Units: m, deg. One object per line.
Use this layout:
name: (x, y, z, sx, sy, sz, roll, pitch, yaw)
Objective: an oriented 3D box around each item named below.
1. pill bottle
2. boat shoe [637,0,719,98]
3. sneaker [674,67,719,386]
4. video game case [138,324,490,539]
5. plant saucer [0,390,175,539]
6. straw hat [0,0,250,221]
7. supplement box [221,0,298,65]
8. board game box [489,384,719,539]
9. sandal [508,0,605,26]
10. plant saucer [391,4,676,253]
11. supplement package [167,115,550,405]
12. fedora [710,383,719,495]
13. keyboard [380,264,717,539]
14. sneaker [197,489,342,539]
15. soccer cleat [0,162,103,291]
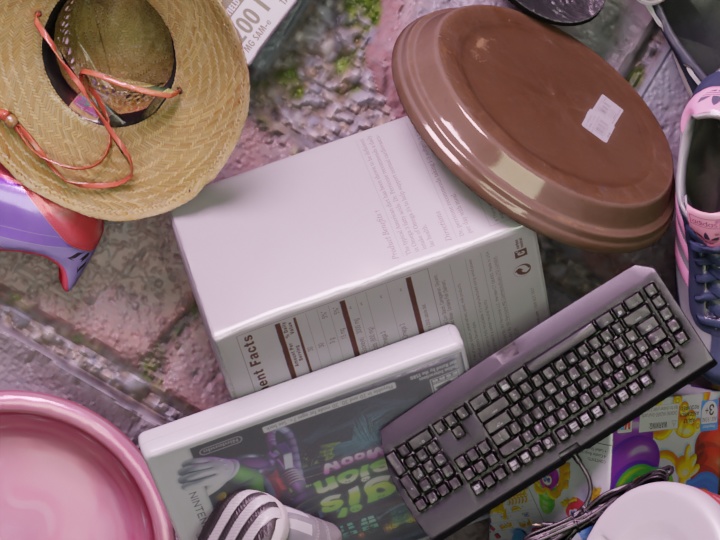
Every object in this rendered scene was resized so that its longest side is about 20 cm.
pill bottle: (0.229, 0.197, 1.423, 0.200, 0.114, 0.114, 20, 94, -44)
boat shoe: (0.203, -0.182, 1.505, 0.075, 0.062, 0.200, -22, 98, -4)
sneaker: (0.211, -0.019, 1.432, 0.070, 0.082, 0.201, 3, 106, 24)
video game case: (-0.020, 0.126, 1.477, 0.200, 0.023, 0.182, -20, 140, -4)
plant saucer: (-0.214, 0.172, 1.502, 0.200, 0.051, 0.201, 0, 96, -1)
straw hat: (-0.142, -0.136, 1.423, 0.201, 0.085, 0.201, 10, 125, 15)
supplement box: (-0.116, -0.227, 1.471, 0.200, 0.061, 0.109, 37, 92, -7)
board game box: (0.150, 0.170, 1.497, 0.103, 0.105, 0.201, -2, 97, -40)
sandal: (0.096, -0.244, 1.482, 0.075, 0.048, 0.201, -22, 89, -9)
plant saucer: (0.110, -0.092, 1.445, 0.200, 0.200, 0.029, 32, 124, -8)
supplement package: (0.000, 0.000, 1.456, 0.200, 0.117, 0.117, -19, 141, -3)
fedora: (0.304, 0.088, 1.533, 0.200, 0.082, 0.201, -1, 103, -4)
keyboard: (0.119, 0.098, 1.414, 0.200, 0.021, 0.127, -34, 89, 11)
sneaker: (-0.073, 0.231, 1.477, 0.115, 0.075, 0.200, 19, 111, -45)
soccer cleat: (-0.255, -0.048, 1.476, 0.200, 0.067, 0.077, 16, 98, -9)
